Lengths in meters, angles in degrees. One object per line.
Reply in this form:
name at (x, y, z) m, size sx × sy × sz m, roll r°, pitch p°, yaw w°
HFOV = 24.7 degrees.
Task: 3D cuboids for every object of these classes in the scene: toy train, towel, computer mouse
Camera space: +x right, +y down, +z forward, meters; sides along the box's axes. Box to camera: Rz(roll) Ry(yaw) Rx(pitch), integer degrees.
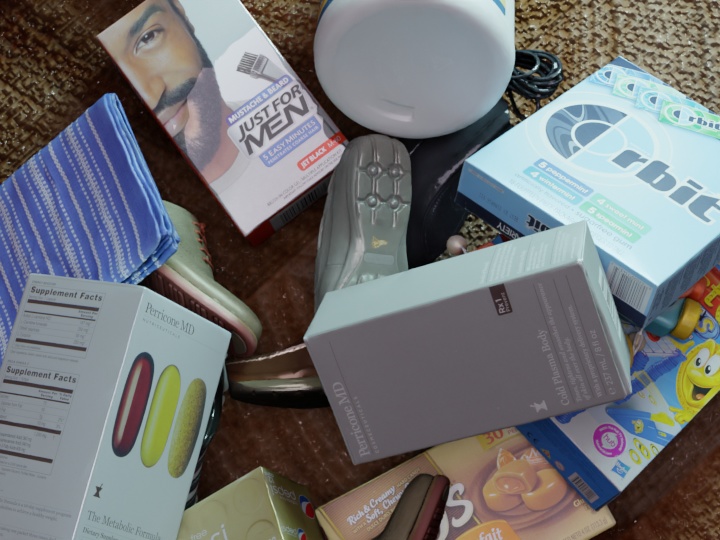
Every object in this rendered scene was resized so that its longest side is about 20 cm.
toy train at (0.161, 0.008, 1.185) m, size 0.200 × 0.056 × 0.150 m, roll -24°, pitch 76°, yaw -22°
towel at (-0.232, -0.025, 1.251) m, size 0.200 × 0.024 × 0.145 m, roll -36°, pitch 65°, yaw 23°
computer mouse at (0.060, -0.096, 1.268) m, size 0.053 × 0.138 × 0.200 m, roll 27°, pitch 92°, yaw -37°

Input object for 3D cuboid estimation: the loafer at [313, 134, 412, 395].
loafer at (0.000, 0.000, 1.219) m, size 0.070 × 0.070 × 0.201 m, roll 11°, pitch 83°, yaw -19°

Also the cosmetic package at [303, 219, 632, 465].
cosmetic package at (0.073, 0.049, 1.115) m, size 0.200 × 0.090 × 0.107 m, roll -19°, pitch 107°, yaw 15°

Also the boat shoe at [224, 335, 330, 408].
boat shoe at (-0.005, 0.060, 1.267) m, size 0.199 × 0.076 × 0.074 m, roll -7°, pitch 76°, yaw -8°

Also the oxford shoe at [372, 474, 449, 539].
oxford shoe at (-0.007, 0.224, 1.177) m, size 0.075 × 0.070 × 0.200 m, roll 30°, pitch 83°, yaw 16°

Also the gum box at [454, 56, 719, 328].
gum box at (0.197, -0.064, 1.202) m, size 0.170 × 0.045 × 0.200 m, roll 36°, pitch 48°, yaw 24°

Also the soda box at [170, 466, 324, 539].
soda box at (-0.123, 0.220, 1.176) m, size 0.200 × 0.064 × 0.068 m, roll -32°, pitch 57°, yaw 18°

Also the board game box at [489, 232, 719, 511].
board game box at (0.178, 0.040, 1.238) m, size 0.200 × 0.056 × 0.196 m, roll 46°, pitch 65°, yaw 7°

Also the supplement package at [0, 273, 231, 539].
supplement package at (-0.186, 0.116, 1.146) m, size 0.109 × 0.114 × 0.201 m, roll 6°, pitch 75°, yaw 32°

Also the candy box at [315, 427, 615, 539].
candy box at (0.077, 0.188, 1.248) m, size 0.200 × 0.055 × 0.116 m, roll -28°, pitch 80°, yaw -3°

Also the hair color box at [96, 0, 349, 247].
hair color box at (-0.103, -0.132, 1.299) m, size 0.111 × 0.064 × 0.200 m, roll -37°, pitch 81°, yaw -3°

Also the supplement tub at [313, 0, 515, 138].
supplement tub at (0.043, -0.212, 1.231) m, size 0.144 × 0.145 × 0.200 m, roll 3°, pitch 46°, yaw 2°

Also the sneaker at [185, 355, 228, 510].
sneaker at (-0.151, 0.142, 1.245) m, size 0.074 × 0.087 × 0.200 m, roll 17°, pitch 82°, yaw 4°

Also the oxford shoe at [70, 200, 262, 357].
oxford shoe at (-0.139, -0.012, 1.260) m, size 0.200 × 0.071 × 0.075 m, roll 39°, pitch 63°, yaw 22°
